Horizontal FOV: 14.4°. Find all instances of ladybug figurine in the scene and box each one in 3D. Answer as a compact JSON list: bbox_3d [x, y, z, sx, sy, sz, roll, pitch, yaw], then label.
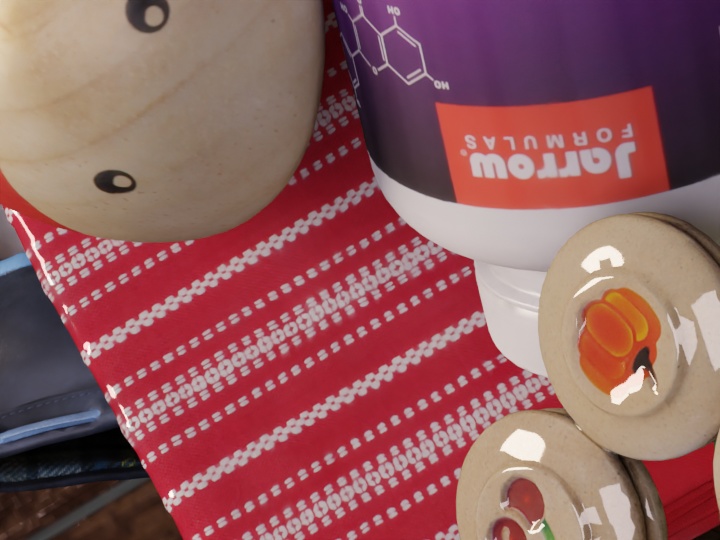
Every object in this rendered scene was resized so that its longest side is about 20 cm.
[{"bbox_3d":[-0.086,-0.080,0.668,0.200,0.072,0.136,38,129,42],"label":"ladybug figurine"}]

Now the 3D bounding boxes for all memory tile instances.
[{"bbox_3d":[0.066,0.101,0.582,0.153,0.017,0.200,40,124,28],"label":"memory tile"}]

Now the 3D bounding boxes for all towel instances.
[{"bbox_3d":[0.000,0.000,0.718,0.144,0.022,0.200,-30,74,0],"label":"towel"}]

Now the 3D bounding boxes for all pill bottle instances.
[{"bbox_3d":[0.046,-0.080,0.619,0.112,0.113,0.200,-3,118,21],"label":"pill bottle"}]

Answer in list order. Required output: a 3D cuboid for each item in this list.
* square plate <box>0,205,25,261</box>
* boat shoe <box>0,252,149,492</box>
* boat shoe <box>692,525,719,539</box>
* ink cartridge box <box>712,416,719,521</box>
[{"bbox_3d":[-0.034,-0.085,0.789,0.198,0.028,0.201,-17,94,23],"label":"square plate"},{"bbox_3d":[-0.010,0.041,0.762,0.199,0.084,0.069,-1,57,10],"label":"boat shoe"},{"bbox_3d":[0.029,0.108,0.763,0.199,0.065,0.072,-9,73,-10],"label":"boat shoe"},{"bbox_3d":[0.143,0.079,0.663,0.084,0.200,0.145,-3,99,18],"label":"ink cartridge box"}]
